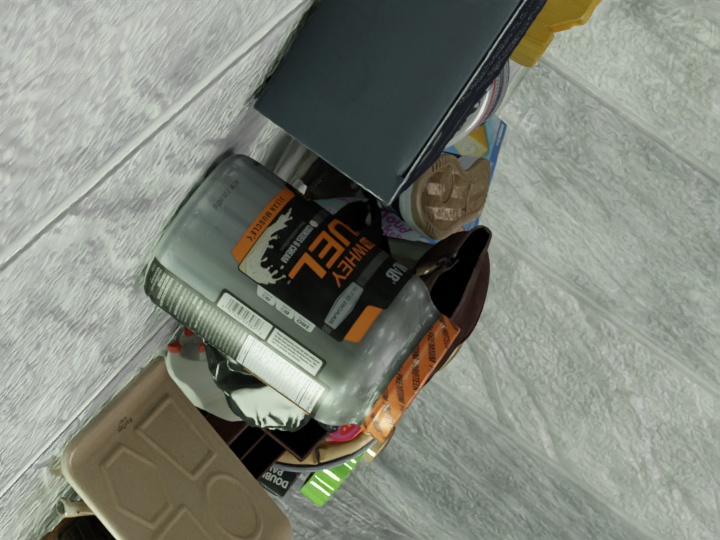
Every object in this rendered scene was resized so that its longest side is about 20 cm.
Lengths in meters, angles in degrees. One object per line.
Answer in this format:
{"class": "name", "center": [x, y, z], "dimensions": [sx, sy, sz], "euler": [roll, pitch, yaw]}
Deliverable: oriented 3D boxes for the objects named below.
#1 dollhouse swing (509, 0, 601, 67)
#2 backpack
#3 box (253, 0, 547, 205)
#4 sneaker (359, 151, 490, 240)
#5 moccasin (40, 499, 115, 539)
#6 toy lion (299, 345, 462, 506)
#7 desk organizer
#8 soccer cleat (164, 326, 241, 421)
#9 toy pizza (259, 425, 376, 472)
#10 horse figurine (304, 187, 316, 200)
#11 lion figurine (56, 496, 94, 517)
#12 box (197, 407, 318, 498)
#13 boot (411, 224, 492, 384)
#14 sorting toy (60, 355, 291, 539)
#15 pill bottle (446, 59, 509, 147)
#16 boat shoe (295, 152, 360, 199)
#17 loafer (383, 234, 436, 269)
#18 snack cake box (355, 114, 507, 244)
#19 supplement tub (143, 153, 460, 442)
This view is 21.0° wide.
{"class": "dollhouse swing", "center": [0.170, -0.272, 1.766], "dimensions": [0.200, 0.181, 0.176], "euler": [-55, 156, -11]}
{"class": "backpack", "center": [-0.050, 0.014, 1.537], "dimensions": [0.200, 0.126, 0.168], "euler": [-54, 146, -56]}
{"class": "box", "center": [0.045, -0.171, 1.333], "dimensions": [0.197, 0.117, 0.200], "euler": [-56, 177, 17]}
{"class": "sneaker", "center": [0.033, -0.072, 1.610], "dimensions": [0.200, 0.108, 0.071], "euler": [-14, 116, -71]}
{"class": "moccasin", "center": [-0.248, 0.253, 1.726], "dimensions": [0.078, 0.074, 0.201], "euler": [-41, -177, 14]}
{"class": "toy lion", "center": [0.015, 0.137, 1.910], "dimensions": [0.200, 0.069, 0.192], "euler": [-53, 179, 14]}
{"class": "desk organizer", "center": [-0.100, 0.156, 1.727], "dimensions": [0.200, 0.072, 0.077], "euler": [-46, -159, 9]}
{"class": "soccer cleat", "center": [-0.077, 0.094, 1.638], "dimensions": [0.069, 0.199, 0.078], "euler": [-46, 133, -45]}
{"class": "toy pizza", "center": [-0.049, 0.086, 1.790], "dimensions": [0.201, 0.200, 0.032], "euler": [-54, -169, -7]}
{"class": "horse figurine", "center": [0.005, -0.074, 1.834], "dimensions": [0.200, 0.133, 0.050], "euler": [-31, 172, -46]}
{"class": "lion figurine", "center": [-0.173, 0.208, 1.635], "dimensions": [0.122, 0.200, 0.073], "euler": [-4, 135, -39]}
{"class": "box", "center": [-0.078, 0.098, 1.873], "dimensions": [0.200, 0.148, 0.124], "euler": [-54, 180, -7]}
{"class": "boot", "center": [0.077, 0.011, 1.555], "dimensions": [0.200, 0.072, 0.167], "euler": [-57, 180, -36]}
{"class": "sorting toy", "center": [-0.149, 0.188, 1.575], "dimensions": [0.036, 0.200, 0.185], "euler": [-31, -172, 28]}
{"class": "pill bottle", "center": [0.060, -0.163, 1.588], "dimensions": [0.120, 0.119, 0.200], "euler": [-56, 177, 13]}
{"class": "boat shoe", "center": [0.026, -0.131, 1.730], "dimensions": [0.200, 0.057, 0.067], "euler": [-45, 179, -18]}
{"class": "loafer", "center": [0.000, 0.000, 1.702], "dimensions": [0.075, 0.199, 0.070], "euler": [27, 75, -74]}
{"class": "snack cake box", "center": [0.057, -0.092, 1.809], "dimensions": [0.067, 0.115, 0.201], "euler": [-33, -153, 41]}
{"class": "supplement tub", "center": [-0.039, 0.022, 1.330], "dimensions": [0.123, 0.199, 0.123], "euler": [-55, 177, -4]}
